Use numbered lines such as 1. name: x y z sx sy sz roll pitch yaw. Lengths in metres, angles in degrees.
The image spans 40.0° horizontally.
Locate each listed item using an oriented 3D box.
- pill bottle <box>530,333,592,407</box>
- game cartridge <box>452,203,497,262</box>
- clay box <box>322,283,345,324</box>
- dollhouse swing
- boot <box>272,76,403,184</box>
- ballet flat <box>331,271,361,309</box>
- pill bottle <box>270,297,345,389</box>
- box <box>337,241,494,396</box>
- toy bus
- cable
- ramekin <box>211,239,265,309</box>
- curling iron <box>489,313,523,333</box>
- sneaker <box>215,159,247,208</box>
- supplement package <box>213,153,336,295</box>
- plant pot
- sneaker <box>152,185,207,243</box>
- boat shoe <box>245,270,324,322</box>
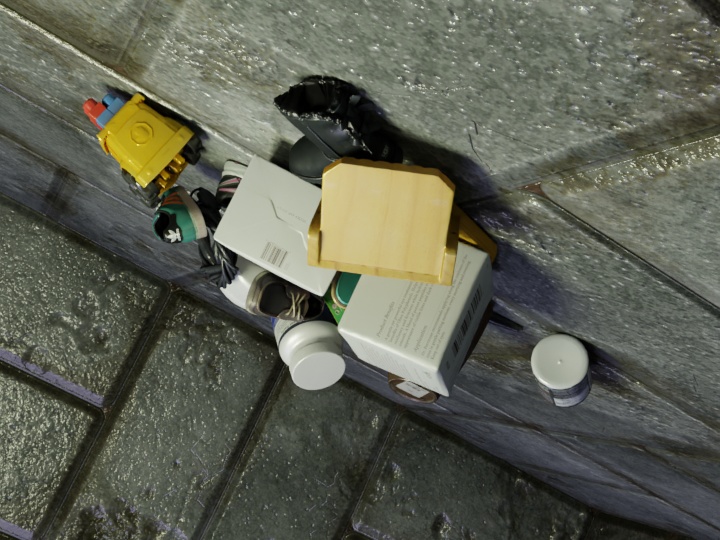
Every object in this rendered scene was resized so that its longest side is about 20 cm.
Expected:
1. pill bottle: 0.381 0.196 1.862 0.106 0.107 0.200 21 166 21
2. game cartridge: 0.095 -0.073 1.516 0.199 0.033 0.176 15 164 44
3. clay box: -0.011 0.058 1.780 0.115 0.047 0.200 60 -167 15
4. dollhouse swing: 0.039 -0.090 1.340 0.198 0.177 0.182 8 -153 5
5. boot: -0.053 -0.180 1.285 0.197 0.074 0.162 6 160 38
6. ballet flat: 0.000 0.000 1.611 0.069 0.200 0.063 45 140 -10
7. pill bottle: -0.094 0.102 1.730 0.116 0.115 0.201 37 -156 -42
8. box: 0.092 0.060 1.538 0.170 0.200 0.200 21 166 16
9. toy bus: -0.381 -0.218 1.677 0.192 0.136 0.200 40 169 -3
10. cable: -0.268 -0.046 1.770 0.050 0.164 0.200 -11 -144 -25
11. ramekin: -0.173 -0.027 1.860 0.200 0.202 0.098 29 160 -15
12. curling iron: 0.219 0.076 1.879 0.199 0.026 0.050 27 164 -7
13. sneaker: -0.165 -0.116 1.723 0.199 0.087 0.080 21 167 24
14. supplement package: -0.108 -0.069 1.567 0.190 0.148 0.200 28 180 -1
15. plant pot: 0.125 0.132 1.802 0.186 0.201 0.187 18 153 9
16. sneaker: -0.333 -0.097 1.737 0.200 0.079 0.072 -144 40 -61
17. boat shoe: -0.115 0.044 1.590 0.073 0.075 0.200 17 -175 22
